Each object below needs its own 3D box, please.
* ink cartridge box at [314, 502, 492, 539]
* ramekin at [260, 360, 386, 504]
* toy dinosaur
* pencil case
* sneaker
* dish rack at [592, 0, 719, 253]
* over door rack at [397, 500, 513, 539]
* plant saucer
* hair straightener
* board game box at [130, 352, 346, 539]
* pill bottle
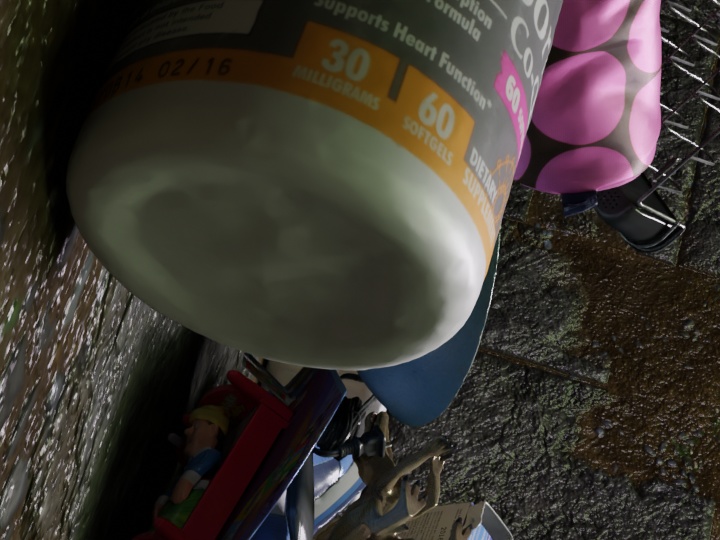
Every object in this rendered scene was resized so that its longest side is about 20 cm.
[{"bbox_3d":[0.022,0.232,0.999,0.200,0.076,0.137,-16,-143,41],"label":"ink cartridge box"},{"bbox_3d":[-0.019,0.075,1.189,0.202,0.094,0.203,16,90,-88],"label":"ramekin"},{"bbox_3d":[0.003,0.141,0.786,0.101,0.058,0.200,-26,-164,34],"label":"toy dinosaur"},{"bbox_3d":[0.097,-0.133,0.722,0.091,0.094,0.200,-104,-173,-58],"label":"pencil case"},{"bbox_3d":[-0.068,0.131,0.856,0.074,0.082,0.200,-34,-179,29],"label":"sneaker"},{"bbox_3d":[0.175,-0.126,0.817,0.200,0.153,0.055,-44,147,24],"label":"dish rack"},{"bbox_3d":[-0.016,0.191,0.870,0.067,0.148,0.200,64,26,-3],"label":"over door rack"},{"bbox_3d":[0.015,-0.021,0.777,0.201,0.039,0.201,-177,-90,-72],"label":"plant saucer"},{"bbox_3d":[-0.020,0.100,0.804,0.200,0.077,0.041,-64,149,-73],"label":"hair straightener"},{"bbox_3d":[-0.074,0.095,0.689,0.158,0.039,0.200,-52,-173,1],"label":"board game box"},{"bbox_3d":[0.000,-0.081,0.448,0.116,0.116,0.200,102,6,-60],"label":"pill bottle"}]
